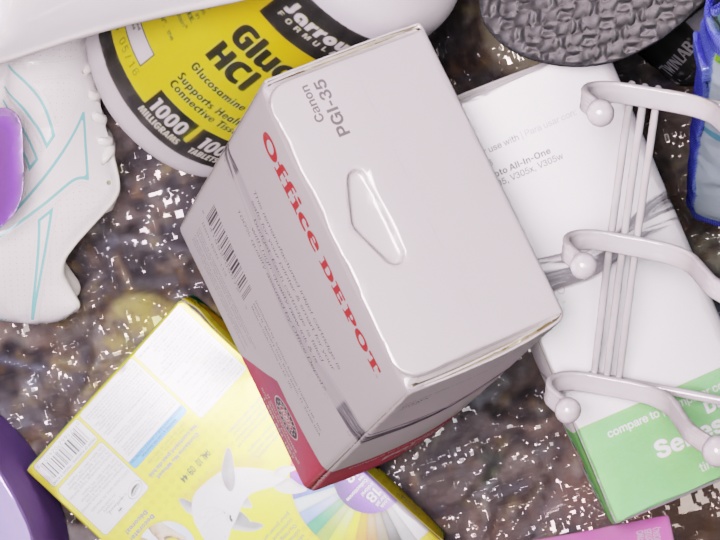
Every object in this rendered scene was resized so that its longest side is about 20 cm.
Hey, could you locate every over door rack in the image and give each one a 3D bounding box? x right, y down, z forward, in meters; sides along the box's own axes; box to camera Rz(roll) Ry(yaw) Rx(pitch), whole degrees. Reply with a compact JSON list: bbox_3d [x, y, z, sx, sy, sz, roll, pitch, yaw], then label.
[{"bbox_3d":[0.181,0.005,1.067,0.198,0.067,0.149,6,114,2],"label":"over door rack"}]

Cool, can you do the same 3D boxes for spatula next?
[{"bbox_3d":[-0.243,-0.041,1.242,0.199,0.021,0.057,-4,87,33],"label":"spatula"}]

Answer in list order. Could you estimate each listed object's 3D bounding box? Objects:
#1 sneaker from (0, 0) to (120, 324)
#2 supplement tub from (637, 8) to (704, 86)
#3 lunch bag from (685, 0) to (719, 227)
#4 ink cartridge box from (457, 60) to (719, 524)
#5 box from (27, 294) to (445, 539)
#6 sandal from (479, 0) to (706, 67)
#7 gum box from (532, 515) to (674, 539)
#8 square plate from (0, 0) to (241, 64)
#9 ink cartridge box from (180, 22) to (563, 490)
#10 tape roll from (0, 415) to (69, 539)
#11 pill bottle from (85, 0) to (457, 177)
[{"bbox_3d":[-0.149,-0.070,1.252,0.080,0.070,0.202,15,101,-5],"label":"sneaker"},{"bbox_3d":[0.114,-0.188,1.195,0.200,0.123,0.123,39,95,0],"label":"supplement tub"},{"bbox_3d":[0.241,-0.085,1.141,0.199,0.170,0.128,-13,63,-2],"label":"lunch bag"},{"bbox_3d":[0.108,0.001,1.195,0.084,0.146,0.201,-23,93,3],"label":"ink cartridge box"},{"bbox_3d":[-0.049,0.121,1.264,0.200,0.048,0.117,44,94,2],"label":"box"},{"bbox_3d":[0.143,-0.152,1.109,0.200,0.048,0.076,-34,86,11],"label":"sandal"},{"bbox_3d":[0.103,0.209,1.201,0.113,0.066,0.201,-11,134,5],"label":"gum box"},{"bbox_3d":[-0.115,-0.203,1.142,0.199,0.028,0.200,-9,90,41],"label":"square plate"},{"bbox_3d":[0.000,0.000,1.159,0.082,0.200,0.147,-23,80,-20],"label":"ink cartridge box"},{"bbox_3d":[-0.243,0.150,1.259,0.198,0.085,0.202,0,94,4],"label":"tape roll"},{"bbox_3d":[-0.026,-0.132,1.168,0.200,0.112,0.113,-34,91,41],"label":"pill bottle"}]
